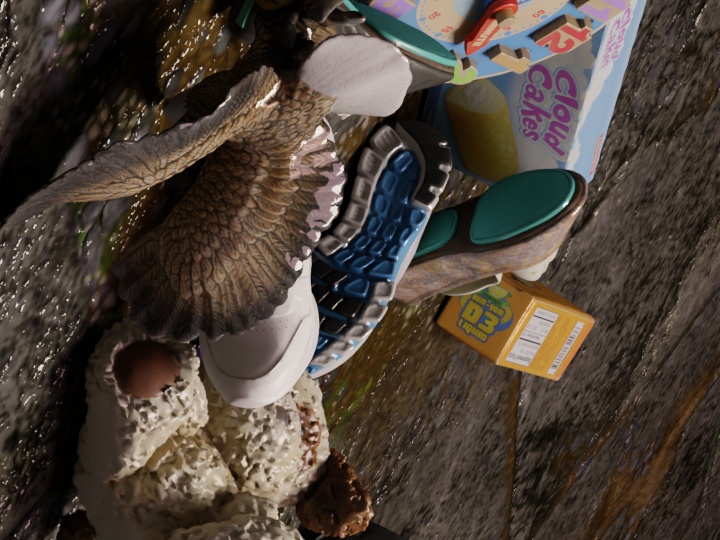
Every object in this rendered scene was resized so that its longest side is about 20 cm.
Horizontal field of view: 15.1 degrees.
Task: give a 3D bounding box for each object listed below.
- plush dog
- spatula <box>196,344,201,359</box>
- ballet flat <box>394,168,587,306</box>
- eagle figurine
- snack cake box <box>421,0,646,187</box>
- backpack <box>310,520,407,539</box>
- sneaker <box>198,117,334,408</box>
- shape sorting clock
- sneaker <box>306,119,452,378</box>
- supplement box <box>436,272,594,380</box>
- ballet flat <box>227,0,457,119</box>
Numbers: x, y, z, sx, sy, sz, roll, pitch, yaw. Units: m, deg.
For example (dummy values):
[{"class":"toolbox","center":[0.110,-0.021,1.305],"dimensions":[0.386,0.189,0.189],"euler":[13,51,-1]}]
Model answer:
[{"class":"plush dog","center":[-0.088,0.115,1.654],"dimensions":[0.171,0.201,0.160],"euler":[-30,179,-39]},{"class":"spatula","center":[-0.061,0.054,1.805],"dimensions":[0.200,0.020,0.057],"euler":[-24,123,-64]},{"class":"ballet flat","center":[0.089,-0.019,1.849],"dimensions":[0.067,0.199,0.068],"euler":[43,50,-32]},{"class":"eagle figurine","center":[-0.077,-0.067,1.443],"dimensions":[0.201,0.151,0.151],"euler":[-61,-178,-13]},{"class":"snack cake box","center":[0.118,-0.149,1.823],"dimensions":[0.067,0.115,0.201],"euler":[-42,153,-45]},{"class":"backpack","center":[-0.018,0.311,2.110],"dimensions":[0.177,0.150,0.201],"euler":[-35,154,-53]},{"class":"sneaker","center":[-0.065,-0.021,1.565],"dimensions":[0.100,0.074,0.201],"euler":[55,36,-62]},{"class":"shape sorting clock","center":[0.085,-0.170,1.671],"dimensions":[0.199,0.039,0.200],"euler":[-16,158,-6]},{"class":"sneaker","center":[0.000,0.000,1.807],"dimensions":[0.200,0.075,0.087],"euler":[-55,168,-22]},{"class":"supplement box","center":[0.127,0.041,2.195],"dimensions":[0.069,0.066,0.200],"euler":[-58,160,3]},{"class":"ballet flat","center":[-0.017,-0.133,1.577],"dimensions":[0.069,0.068,0.200],"euler":[-54,146,8]}]
